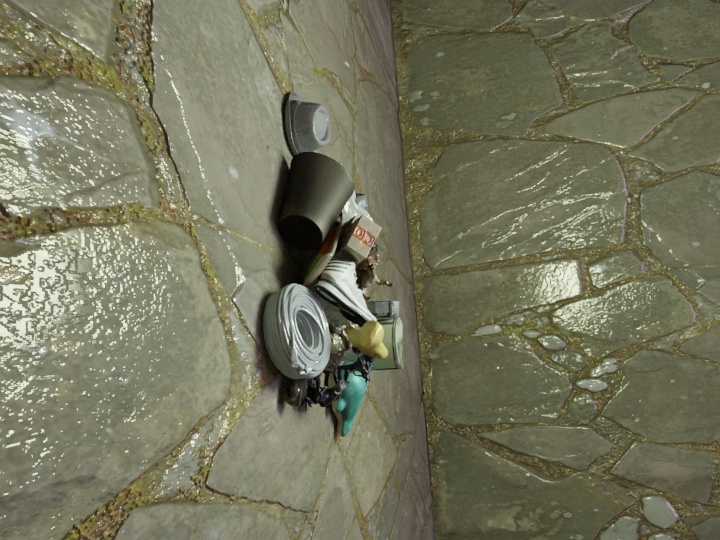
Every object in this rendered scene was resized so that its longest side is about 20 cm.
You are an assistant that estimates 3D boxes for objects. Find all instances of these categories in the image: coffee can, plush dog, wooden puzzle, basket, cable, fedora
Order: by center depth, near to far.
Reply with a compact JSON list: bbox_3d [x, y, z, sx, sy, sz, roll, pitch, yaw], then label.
[{"bbox_3d":[-0.134,0.134,1.238,0.199,0.068,0.206,17,55,-64],"label":"cable"},{"bbox_3d":[-0.116,-0.160,1.373,0.137,0.176,0.204,-50,-162,47],"label":"basket"},{"bbox_3d":[-0.105,-0.020,1.380,0.187,0.037,0.201,-54,-173,30],"label":"wooden puzzle"},{"bbox_3d":[-0.064,0.182,1.486,0.174,0.156,0.203,-57,145,-33],"label":"plush dog"},{"bbox_3d":[-0.131,-0.383,1.504,0.201,0.087,0.183,-60,142,-68],"label":"fedora"},{"bbox_3d":[0.025,0.221,1.675,0.146,0.193,0.152,-5,90,-76],"label":"coffee can"}]

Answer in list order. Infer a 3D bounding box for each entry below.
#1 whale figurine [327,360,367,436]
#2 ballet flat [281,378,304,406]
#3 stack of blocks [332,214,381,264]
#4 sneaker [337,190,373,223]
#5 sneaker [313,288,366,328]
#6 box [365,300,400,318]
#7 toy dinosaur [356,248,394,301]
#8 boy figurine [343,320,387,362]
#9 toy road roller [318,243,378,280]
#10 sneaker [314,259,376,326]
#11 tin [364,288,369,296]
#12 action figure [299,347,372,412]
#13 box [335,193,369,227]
[{"bbox_3d":[-0.029,0.357,1.588,0.159,0.100,0.208,-33,121,-72],"label":"whale figurine"},{"bbox_3d":[-0.144,0.228,1.302,0.203,0.045,0.069,-82,180,-54],"label":"ballet flat"},{"bbox_3d":[-0.018,-0.073,1.417,0.118,0.058,0.199,-64,-168,-19],"label":"stack of blocks"},{"bbox_3d":[-0.034,-0.147,1.559,0.093,0.074,0.202,-51,122,-30],"label":"sneaker"},{"bbox_3d":[-0.066,0.099,1.402,0.077,0.195,0.083,-54,-128,49],"label":"sneaker"},{"bbox_3d":[0.011,0.116,1.662,0.158,0.193,0.050,10,78,-75],"label":"box"},{"bbox_3d":[0.000,0.000,1.494,0.085,0.197,0.139,-40,114,-35],"label":"toy dinosaur"},{"bbox_3d":[0.014,0.166,1.357,0.065,0.122,0.201,-56,171,-18],"label":"boy figurine"},{"bbox_3d":[-0.058,-0.045,1.625,0.197,0.145,0.126,-3,123,-48],"label":"toy road roller"},{"bbox_3d":[-0.014,0.046,1.351,0.200,0.074,0.118,42,61,-33],"label":"sneaker"},{"bbox_3d":[-0.037,0.069,1.665,0.200,0.108,0.044,14,70,-76],"label":"tin"},{"bbox_3d":[-0.069,0.256,1.347,0.104,0.196,0.119,65,12,26],"label":"action figure"},{"bbox_3d":[-0.023,-0.134,1.758,0.159,0.042,0.207,17,-60,59],"label":"box"}]
